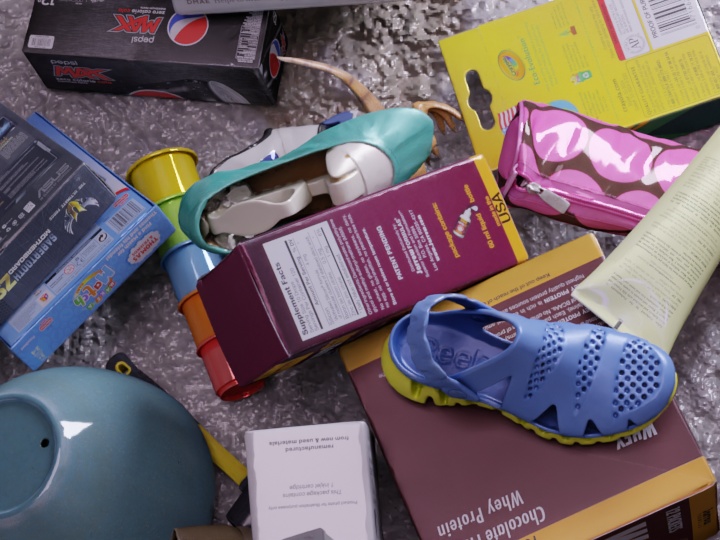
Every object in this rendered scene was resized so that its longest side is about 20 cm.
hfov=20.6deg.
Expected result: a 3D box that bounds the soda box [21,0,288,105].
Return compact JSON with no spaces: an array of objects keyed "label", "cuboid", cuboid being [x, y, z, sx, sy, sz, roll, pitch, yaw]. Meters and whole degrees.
[{"label":"soda box","cuboid":[-0.164,-0.181,1.590,0.200,0.071,0.063,6,69,13]}]

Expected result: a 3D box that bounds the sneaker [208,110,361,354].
[{"label":"sneaker","cuboid":[-0.061,-0.030,1.510,0.115,0.081,0.200,0,62,11]}]

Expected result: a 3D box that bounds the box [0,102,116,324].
[{"label":"box","cuboid":[-0.299,-0.024,1.491,0.200,0.051,0.158,-48,44,-9]}]

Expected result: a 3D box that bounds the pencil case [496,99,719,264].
[{"label":"pencil case","cuboid":[0.197,-0.056,1.435,0.200,0.094,0.091,13,108,-1]}]

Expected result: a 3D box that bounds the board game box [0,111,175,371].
[{"label":"board game box","cuboid":[-0.252,-0.028,1.527,0.151,0.037,0.200,-45,45,-8]}]

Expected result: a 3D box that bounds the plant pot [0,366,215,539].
[{"label":"plant pot","cuboid":[-0.222,0.151,1.419,0.200,0.135,0.200,-8,65,19]}]

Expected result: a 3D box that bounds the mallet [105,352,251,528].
[{"label":"mallet","cuboid":[-0.113,0.119,1.484,0.066,0.041,0.200,-41,63,-5]}]

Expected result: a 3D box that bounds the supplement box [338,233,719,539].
[{"label":"supplement box","cuboid":[0.120,0.120,1.382,0.197,0.133,0.200,-25,66,1]}]

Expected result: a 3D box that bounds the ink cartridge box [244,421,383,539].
[{"label":"ink cartridge box","cuboid":[-0.025,0.210,1.347,0.084,0.146,0.200,-5,82,2]}]

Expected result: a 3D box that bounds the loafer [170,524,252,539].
[{"label":"loafer","cuboid":[-0.137,0.263,1.386,0.067,0.076,0.200,25,89,-15]}]

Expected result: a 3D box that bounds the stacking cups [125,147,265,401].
[{"label":"stacking cups","cuboid":[-0.127,0.006,1.521,0.060,0.061,0.200,-20,69,3]}]

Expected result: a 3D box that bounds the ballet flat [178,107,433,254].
[{"label":"ballet flat","cuboid":[-0.036,-0.057,1.430,0.200,0.067,0.070,-20,26,4]}]

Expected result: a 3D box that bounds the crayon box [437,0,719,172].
[{"label":"crayon box","cuboid":[0.173,-0.149,1.522,0.200,0.051,0.127,-17,67,3]}]

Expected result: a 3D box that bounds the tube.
[{"label":"tube","cuboid":[0.226,-0.031,1.358,0.058,0.052,0.200,17,58,39]}]

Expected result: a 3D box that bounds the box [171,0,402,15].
[{"label":"box","cuboid":[-0.049,-0.313,1.550,0.200,0.131,0.199,-2,43,10]}]

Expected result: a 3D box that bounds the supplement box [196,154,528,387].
[{"label":"supplement box","cuboid":[0.000,0.000,1.385,0.200,0.110,0.086,-22,84,-25]}]

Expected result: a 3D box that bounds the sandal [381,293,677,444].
[{"label":"sandal","cuboid":[0.106,0.060,1.290,0.200,0.087,0.080,6,68,12]}]

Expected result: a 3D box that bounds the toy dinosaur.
[{"label":"toy dinosaur","cuboid":[0.028,-0.096,1.486,0.060,0.106,0.200,-17,105,37]}]
